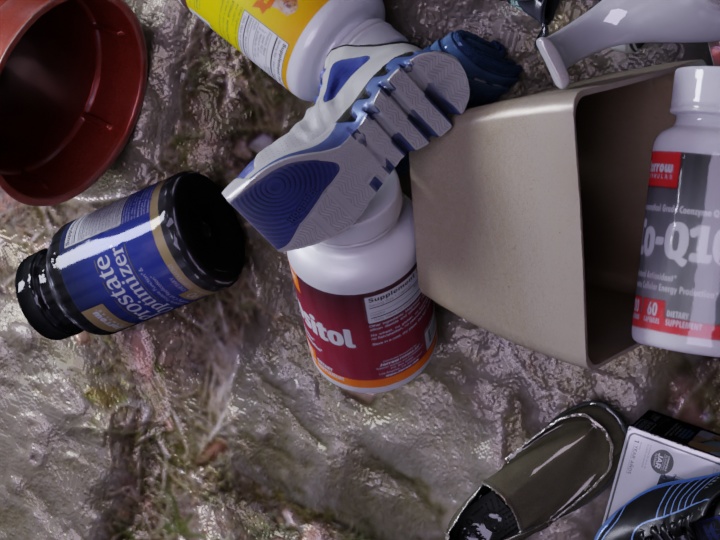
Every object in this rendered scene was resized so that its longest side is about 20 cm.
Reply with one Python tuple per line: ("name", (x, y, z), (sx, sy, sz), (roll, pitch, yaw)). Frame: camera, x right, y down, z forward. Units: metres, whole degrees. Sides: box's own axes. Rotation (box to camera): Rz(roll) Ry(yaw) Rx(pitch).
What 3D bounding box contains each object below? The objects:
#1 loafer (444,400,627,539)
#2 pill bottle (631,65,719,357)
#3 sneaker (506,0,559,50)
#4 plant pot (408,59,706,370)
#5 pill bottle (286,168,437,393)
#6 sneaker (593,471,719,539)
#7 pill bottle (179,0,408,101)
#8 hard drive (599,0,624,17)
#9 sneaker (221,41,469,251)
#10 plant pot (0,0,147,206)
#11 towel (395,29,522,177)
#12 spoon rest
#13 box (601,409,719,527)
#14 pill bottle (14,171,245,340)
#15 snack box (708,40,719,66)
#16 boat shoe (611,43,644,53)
("loafer", (0.145, 0.188, 1.376), (0.075, 0.070, 0.200), (48, 115, 11))
("pill bottle", (0.262, -0.041, 1.177), (0.113, 0.114, 0.201), (7, 93, 24))
("sneaker", (0.107, -0.235, 1.318), (0.199, 0.078, 0.140), (-26, 87, 27))
("plant pot", (0.148, -0.053, 1.269), (0.176, 0.199, 0.201), (7, 107, 39))
("pill bottle", (0.000, 0.000, 1.339), (0.113, 0.113, 0.200), (16, 143, 22))
("sneaker", (0.257, 0.195, 1.252), (0.200, 0.078, 0.070), (-30, 85, 26))
("pill bottle", (-0.056, -0.217, 1.372), (0.200, 0.109, 0.110), (39, 113, 20))
("hard drive", (0.252, -0.285, 1.198), (0.199, 0.033, 0.140), (-21, 105, 7))
("sneaker", (-0.013, -0.106, 1.247), (0.199, 0.115, 0.081), (-38, 117, 4))
("plant pot", (-0.331, -0.187, 1.484), (0.195, 0.200, 0.202), (25, 109, 29))
("towel", (0.035, -0.119, 1.351), (0.200, 0.112, 0.049), (-37, 72, 24))
("spoon rest", (0.216, -0.195, 1.185), (0.199, 0.061, 0.100), (-27, 101, -5))
("box", (0.301, 0.202, 1.310), (0.199, 0.060, 0.117), (18, 106, 22))
("pill bottle", (-0.213, -0.007, 1.492), (0.199, 0.112, 0.112), (-22, 89, 27))
("snack box", (0.358, -0.141, 1.220), (0.168, 0.068, 0.201), (-13, 94, 28))
("boat shoe", (0.243, -0.259, 1.253), (0.063, 0.071, 0.201), (21, 106, 22))
